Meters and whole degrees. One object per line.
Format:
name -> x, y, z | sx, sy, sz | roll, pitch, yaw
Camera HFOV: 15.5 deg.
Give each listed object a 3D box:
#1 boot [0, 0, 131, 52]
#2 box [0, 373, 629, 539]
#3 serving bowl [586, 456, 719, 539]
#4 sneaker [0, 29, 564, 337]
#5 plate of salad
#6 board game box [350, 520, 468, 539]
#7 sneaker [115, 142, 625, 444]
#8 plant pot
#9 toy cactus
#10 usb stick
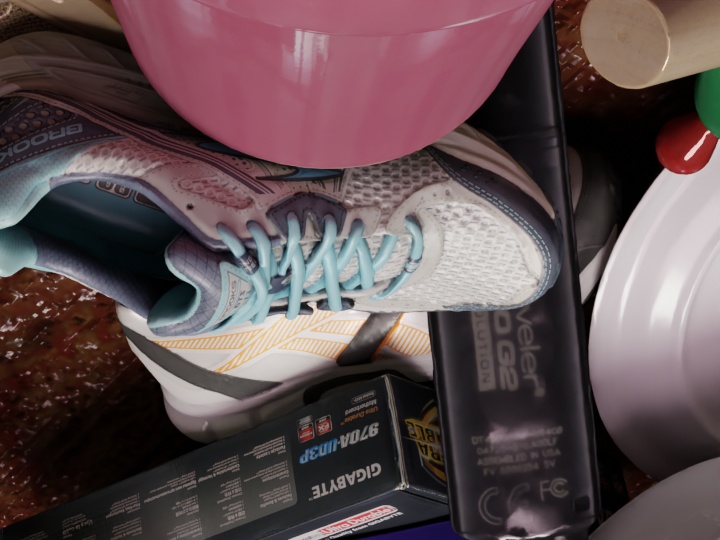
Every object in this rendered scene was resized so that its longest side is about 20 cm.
boot -> -0.096, -0.033, 0.910 | 0.200, 0.073, 0.155 | 32, 122, -26
box -> -0.016, 0.107, 1.033 | 0.199, 0.046, 0.159 | -23, 152, 31
serving bowl -> 0.115, 0.145, 0.986 | 0.199, 0.066, 0.201 | -26, 136, -28
sneaker -> -0.034, -0.008, 0.830 | 0.199, 0.087, 0.078 | 10, 127, -6
plate of salad -> 0.170, -0.002, 0.976 | 0.199, 0.048, 0.201 | -13, 127, -17
board game box -> -0.037, 0.152, 1.014 | 0.199, 0.045, 0.135 | -13, 156, 10
sneaker -> 0.000, 0.000, 0.958 | 0.199, 0.074, 0.080 | -23, 131, 17
plant pot -> -0.007, -0.128, 0.756 | 0.199, 0.201, 0.179 | 0, 152, -5
toy cactus -> 0.117, -0.103, 0.812 | 0.102, 0.165, 0.201 | 32, 128, 24
usb stick -> 0.048, -0.002, 0.911 | 0.055, 0.033, 0.201 | -6, 97, 0
